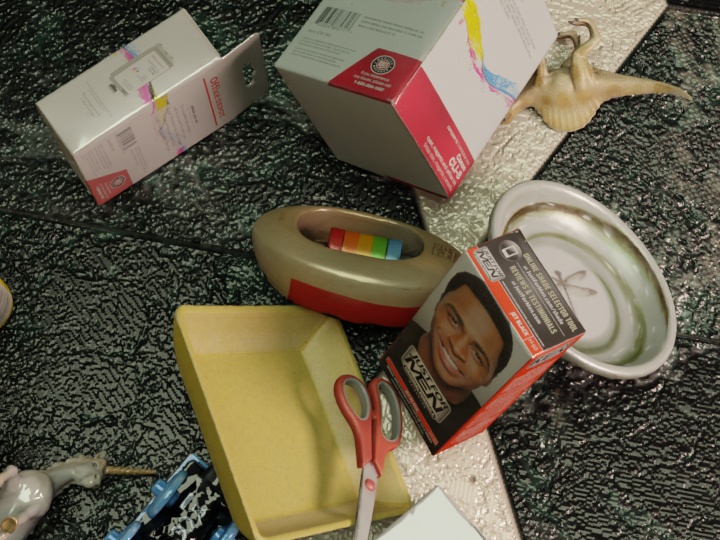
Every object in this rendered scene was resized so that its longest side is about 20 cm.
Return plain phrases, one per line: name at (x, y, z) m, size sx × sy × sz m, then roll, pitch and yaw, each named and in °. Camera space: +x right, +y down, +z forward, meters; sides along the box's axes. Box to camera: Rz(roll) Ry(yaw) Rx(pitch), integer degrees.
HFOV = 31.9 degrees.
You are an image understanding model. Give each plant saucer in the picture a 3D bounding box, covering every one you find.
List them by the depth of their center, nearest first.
plant saucer at (-0.065, 0.128, 1.046) m, size 0.048 × 0.200 × 0.201 m, roll -35°, pitch 68°, yaw 33°
plant saucer at (0.184, 0.015, 1.098) m, size 0.199 × 0.050 × 0.201 m, roll 20°, pitch 47°, yaw -22°

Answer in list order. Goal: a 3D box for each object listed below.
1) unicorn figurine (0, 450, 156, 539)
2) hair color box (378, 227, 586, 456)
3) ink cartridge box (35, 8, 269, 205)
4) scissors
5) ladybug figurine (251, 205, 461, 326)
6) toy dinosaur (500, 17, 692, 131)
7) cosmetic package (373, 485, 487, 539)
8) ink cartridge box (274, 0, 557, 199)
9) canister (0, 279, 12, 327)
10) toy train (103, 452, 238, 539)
unicorn figurine at (-0.284, 0.208, 1.041) m, size 0.200 × 0.137 × 0.074 m, roll -39°, pitch 85°, yaw 3°
hair color box at (0.093, 0.063, 1.029) m, size 0.061 × 0.200 × 0.102 m, roll -20°, pitch 69°, yaw -31°
ink cartridge box at (-0.185, -0.159, 1.159) m, size 0.200 × 0.117 × 0.068 m, roll -35°, pitch 73°, yaw -11°
scissors at (0.013, 0.171, 1.048) m, size 0.073 × 0.014 × 0.201 m, roll 25°, pitch 43°, yaw -35°
ladybug figurine at (0.000, 0.000, 1.107) m, size 0.199 × 0.136 × 0.072 m, roll 13°, pitch 116°, yaw 3°
toy dinosaur at (0.207, -0.184, 1.202) m, size 0.199 × 0.058 × 0.102 m, roll -7°, pitch 86°, yaw 7°
cosmetic package at (0.024, 0.282, 1.022) m, size 0.200 × 0.081 × 0.113 m, roll -36°, pitch 74°, yaw -12°
ink cartridge box at (0.055, -0.199, 1.130) m, size 0.145 × 0.145 × 0.200 m, roll 23°, pitch 72°, yaw 37°
canister at (-0.382, 0.023, 1.055) m, size 0.087 × 0.200 × 0.149 m, roll 42°, pitch 76°, yaw 14°
toy train at (-0.172, 0.240, 1.021) m, size 0.087 × 0.114 × 0.200 m, roll 40°, pitch 75°, yaw -3°
